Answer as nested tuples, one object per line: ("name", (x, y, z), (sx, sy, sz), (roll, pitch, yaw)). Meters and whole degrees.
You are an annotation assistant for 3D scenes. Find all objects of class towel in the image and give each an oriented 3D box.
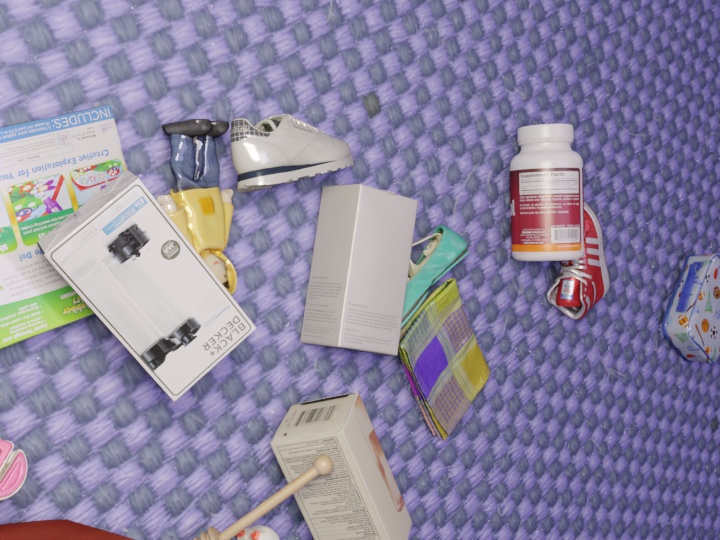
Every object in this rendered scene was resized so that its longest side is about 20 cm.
("towel", (0.122, 0.127, 1.211), (0.144, 0.023, 0.201), (-45, 128, -30))

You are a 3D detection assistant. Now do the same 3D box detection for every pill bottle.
("pill bottle", (0.285, -0.117, 1.307), (0.112, 0.112, 0.203), (-3, 93, -40))

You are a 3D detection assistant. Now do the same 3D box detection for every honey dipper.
("honey dipper", (-0.114, 0.273, 0.962), (0.199, 0.038, 0.038), (-34, 115, -3))

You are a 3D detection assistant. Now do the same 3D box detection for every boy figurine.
("boy figurine", (-0.177, -0.061, 0.934), (0.124, 0.064, 0.203), (-3, 89, -64))

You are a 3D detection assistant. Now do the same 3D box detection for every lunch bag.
("lunch bag", (0.664, 0.068, 1.661), (0.160, 0.075, 0.202), (39, 68, -32))

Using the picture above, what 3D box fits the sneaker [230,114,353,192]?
("sneaker", (-0.076, -0.146, 1.007), (0.199, 0.076, 0.082), (-21, 97, -57))

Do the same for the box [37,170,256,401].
("box", (-0.208, 0.016, 0.849), (0.116, 0.060, 0.201), (-40, 118, -13))

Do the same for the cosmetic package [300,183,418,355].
("cosmetic package", (0.000, 0.000, 1.083), (0.107, 0.084, 0.203), (14, 81, -40))

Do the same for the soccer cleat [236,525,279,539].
("soccer cleat", (-0.148, 0.391, 0.977), (0.078, 0.069, 0.201), (51, 57, -32))

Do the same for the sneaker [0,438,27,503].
("sneaker", (-0.400, 0.181, 0.752), (0.197, 0.088, 0.075), (9, 58, -20))

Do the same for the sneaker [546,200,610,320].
("sneaker", (0.344, -0.016, 1.386), (0.112, 0.071, 0.202), (-40, 118, -36))

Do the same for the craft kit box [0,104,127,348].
("craft kit box", (-0.314, -0.045, 0.841), (0.199, 0.048, 0.200), (-22, 102, -38))

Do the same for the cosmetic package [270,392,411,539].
("cosmetic package", (-0.019, 0.262, 1.045), (0.087, 0.102, 0.202), (-58, 132, -61))

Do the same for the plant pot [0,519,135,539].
("plant pot", (-0.300, 0.333, 0.776), (0.175, 0.198, 0.203), (-14, 100, -52))

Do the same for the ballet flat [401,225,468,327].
("ballet flat", (0.071, 0.009, 1.167), (0.070, 0.067, 0.200), (46, 60, -4))
